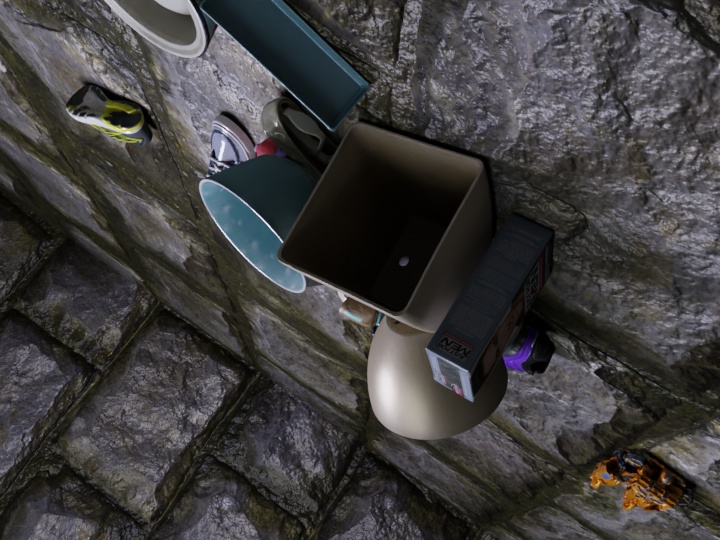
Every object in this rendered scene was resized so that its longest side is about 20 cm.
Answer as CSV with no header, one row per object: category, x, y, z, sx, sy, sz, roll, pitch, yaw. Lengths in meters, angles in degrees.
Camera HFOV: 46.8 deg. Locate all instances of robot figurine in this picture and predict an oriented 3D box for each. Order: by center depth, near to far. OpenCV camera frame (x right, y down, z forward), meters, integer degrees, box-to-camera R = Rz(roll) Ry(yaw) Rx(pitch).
robot figurine,0.478,0.367,1.422,0.144,0.058,0.200,35,163,3

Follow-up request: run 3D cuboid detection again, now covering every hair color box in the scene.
hair color box,0.157,0.044,0.987,0.060,0.201,0.099,27,161,24

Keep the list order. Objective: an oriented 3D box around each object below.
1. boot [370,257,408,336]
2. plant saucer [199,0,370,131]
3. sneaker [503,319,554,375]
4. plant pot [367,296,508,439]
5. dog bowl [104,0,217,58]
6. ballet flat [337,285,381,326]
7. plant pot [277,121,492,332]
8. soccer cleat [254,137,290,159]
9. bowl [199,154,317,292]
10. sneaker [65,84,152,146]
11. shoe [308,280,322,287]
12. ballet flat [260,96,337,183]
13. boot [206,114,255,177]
boot,0.060,0.031,1.239,0.069,0.133,0.200,22,160,16
plant saucer,-0.083,-0.248,0.929,0.200,0.070,0.019,41,177,-15
sneaker,0.236,0.127,1.265,0.099,0.070,0.200,28,165,-1
plant pot,0.093,0.110,1.137,0.199,0.200,0.136,19,139,41
dog bowl,-0.235,-0.346,0.959,0.199,0.074,0.201,33,161,13
ballet flat,0.000,0.000,1.201,0.071,0.201,0.068,11,133,-4
plant pot,0.054,-0.031,1.031,0.198,0.201,0.177,23,168,34
soccer cleat,-0.121,-0.098,1.237,0.076,0.066,0.203,16,113,31
bowl,-0.113,-0.077,1.133,0.200,0.105,0.201,39,159,18
sneaker,-0.471,-0.280,1.555,0.199,0.075,0.085,26,160,29
shoe,-0.101,-0.017,1.431,0.090,0.072,0.199,25,-169,37
ballet flat,-0.053,-0.153,1.117,0.199,0.068,0.062,40,149,-13
boot,-0.219,-0.163,1.352,0.072,0.091,0.200,31,161,16
